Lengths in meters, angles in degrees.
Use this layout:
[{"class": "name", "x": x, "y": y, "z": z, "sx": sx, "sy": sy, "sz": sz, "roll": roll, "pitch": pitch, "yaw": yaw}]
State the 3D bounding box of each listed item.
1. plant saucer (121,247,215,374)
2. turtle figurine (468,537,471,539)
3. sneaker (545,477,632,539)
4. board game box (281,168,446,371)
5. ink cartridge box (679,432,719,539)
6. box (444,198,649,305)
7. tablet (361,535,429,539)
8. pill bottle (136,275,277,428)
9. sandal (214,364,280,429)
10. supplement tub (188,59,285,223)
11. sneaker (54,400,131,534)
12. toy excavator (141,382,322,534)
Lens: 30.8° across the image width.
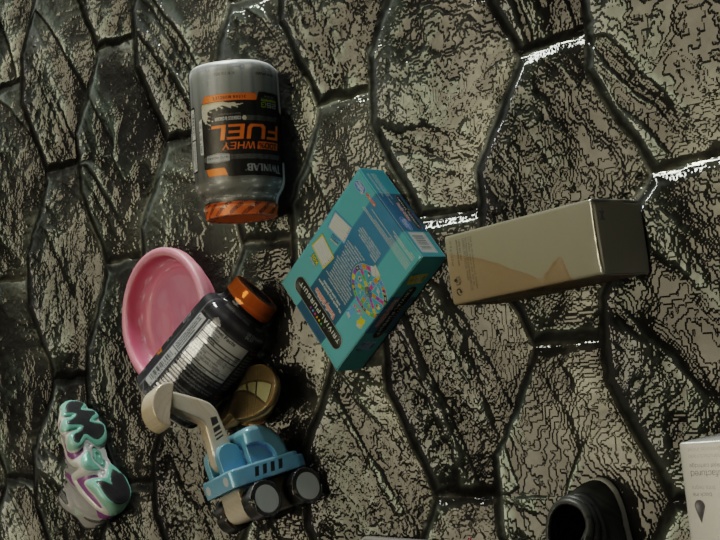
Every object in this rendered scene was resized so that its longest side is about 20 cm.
[{"class": "plant saucer", "x": -0.267, "y": 0.068, "z": 1.871, "sx": 0.199, "sy": 0.051, "sz": 0.203, "roll": 0, "pitch": 90, "yaw": 44}, {"class": "turtle figurine", "x": 0.144, "y": 0.379, "z": 1.428, "sx": 0.149, "sy": 0.101, "sz": 0.201, "roll": 25, "pitch": 114, "yaw": -1}, {"class": "sneaker", "x": 0.246, "y": 0.312, "z": 1.321, "sx": 0.071, "sy": 0.099, "sz": 0.202, "roll": -34, "pitch": 68, "yaw": 37}, {"class": "board game box", "x": 0.000, "y": 0.000, "z": 1.606, "sx": 0.201, "sy": 0.047, "sz": 0.151, "roll": -54, "pitch": 55, "yaw": 31}, {"class": "ink cartridge box", "x": 0.383, "y": 0.250, "z": 1.195, "sx": 0.145, "sy": 0.084, "sz": 0.202, "roll": -12, "pitch": 83, "yaw": 44}, {"class": "box", "x": 0.195, "y": -0.017, "z": 1.379, "sx": 0.199, "sy": 0.094, "sz": 0.079, "roll": -14, "pitch": 80, "yaw": 45}, {"class": "tablet", "x": 0.052, "y": 0.425, "z": 1.575, "sx": 0.129, "sy": 0.014, "sz": 0.202, "roll": -8, "pitch": 84, "yaw": 45}, {"class": "pill bottle", "x": -0.199, "y": 0.104, "z": 1.738, "sx": 0.200, "sy": 0.106, "sz": 0.106, "roll": -50, "pitch": 54, "yaw": 4}, {"class": "sandal", "x": -0.147, "y": 0.180, "z": 1.747, "sx": 0.200, "sy": 0.054, "sz": 0.081, "roll": -33, "pitch": 38, "yaw": 56}, {"class": "supplement tub", "x": -0.162, "y": -0.167, "z": 1.717, "sx": 0.122, "sy": 0.122, "sz": 0.202, "roll": -9, "pitch": 84, "yaw": 44}, {"class": "sneaker", "x": -0.442, "y": 0.314, "z": 2.025, "sx": 0.140, "sy": 0.077, "sz": 0.201, "roll": -47, "pitch": 58, "yaw": 33}, {"class": "toy excavator", "x": -0.169, "y": 0.230, "z": 1.665, "sx": 0.100, "sy": 0.193, "sz": 0.202, "roll": -34, "pitch": 72, "yaw": 49}]
